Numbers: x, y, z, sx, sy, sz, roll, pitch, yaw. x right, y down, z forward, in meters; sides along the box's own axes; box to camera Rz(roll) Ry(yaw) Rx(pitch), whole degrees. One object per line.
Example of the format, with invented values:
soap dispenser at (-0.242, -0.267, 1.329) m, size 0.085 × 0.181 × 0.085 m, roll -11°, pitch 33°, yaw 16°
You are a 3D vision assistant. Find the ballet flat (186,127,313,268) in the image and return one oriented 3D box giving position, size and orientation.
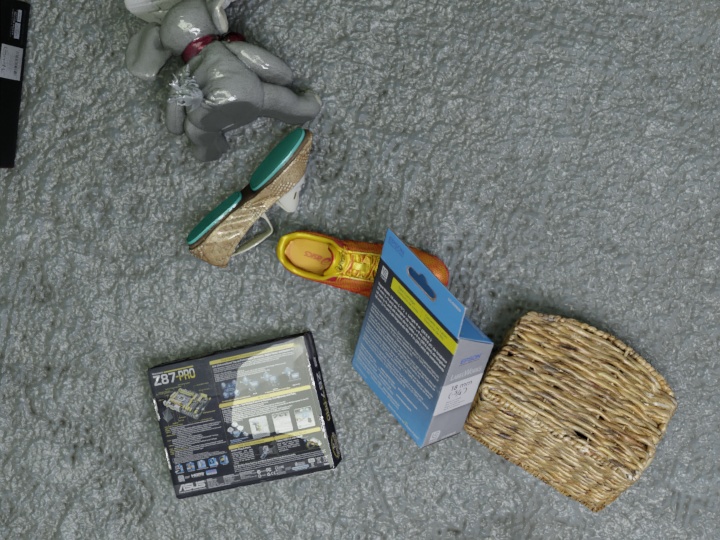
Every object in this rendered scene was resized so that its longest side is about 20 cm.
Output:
ballet flat at (-0.113, -0.078, 1.427) m, size 0.200 × 0.071 × 0.065 m, roll -42°, pitch 113°, yaw 14°

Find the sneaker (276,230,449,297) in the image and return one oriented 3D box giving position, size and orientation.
sneaker at (0.000, 0.000, 1.396) m, size 0.199 × 0.077 × 0.073 m, roll 8°, pitch 94°, yaw 9°

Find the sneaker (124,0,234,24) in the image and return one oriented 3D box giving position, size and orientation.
sneaker at (-0.177, -0.344, 1.419) m, size 0.199 × 0.077 × 0.082 m, roll -14°, pitch 65°, yaw 11°

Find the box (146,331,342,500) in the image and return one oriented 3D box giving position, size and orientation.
box at (-0.137, 0.170, 1.450) m, size 0.199 × 0.049 × 0.162 m, roll -14°, pitch 93°, yaw 12°

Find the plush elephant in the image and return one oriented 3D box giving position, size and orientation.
plush elephant at (-0.167, -0.233, 1.376) m, size 0.164 × 0.200 × 0.155 m, roll -22°, pitch 72°, yaw 19°

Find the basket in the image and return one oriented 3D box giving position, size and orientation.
basket at (0.230, 0.148, 1.370) m, size 0.200 × 0.149 × 0.143 m, roll 30°, pitch 66°, yaw 7°

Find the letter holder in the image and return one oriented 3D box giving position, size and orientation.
letter holder at (-0.486, -0.229, 1.462) m, size 0.142 × 0.101 × 0.201 m, roll 9°, pitch 96°, yaw 12°

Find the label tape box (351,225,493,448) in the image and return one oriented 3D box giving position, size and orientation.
label tape box at (0.070, 0.066, 1.319) m, size 0.144 × 0.063 × 0.200 m, roll 48°, pitch 138°, yaw 36°
